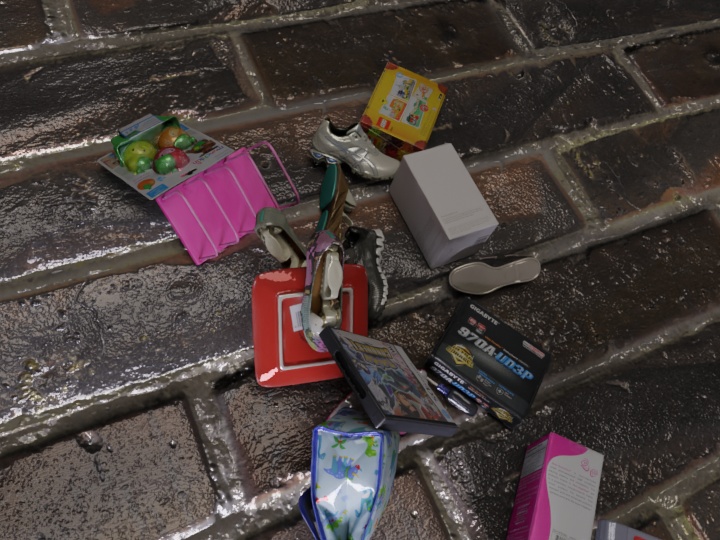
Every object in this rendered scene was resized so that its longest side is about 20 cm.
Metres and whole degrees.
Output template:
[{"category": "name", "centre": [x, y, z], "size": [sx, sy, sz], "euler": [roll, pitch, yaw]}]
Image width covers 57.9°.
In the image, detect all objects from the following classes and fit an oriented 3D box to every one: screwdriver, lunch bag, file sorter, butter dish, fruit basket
[{"category": "screwdriver", "centre": [0.126, 0.195, 1.165], "size": [0.199, 0.029, 0.028], "euler": [37, 60, 1]}, {"category": "lunch bag", "centre": [-0.010, 0.316, 0.956], "size": [0.126, 0.170, 0.203], "euler": [1, 89, 13]}, {"category": "file sorter", "centre": [-0.231, -0.125, 1.165], "size": [0.199, 0.125, 0.140], "euler": [-38, 106, -28]}, {"category": "butter dish", "centre": [-0.097, 0.077, 1.118], "size": [0.198, 0.148, 0.202], "euler": [-5, 107, -20]}, {"category": "fruit basket", "centre": [-0.360, -0.215, 1.194], "size": [0.185, 0.094, 0.199], "euler": [-37, 44, -27]}]

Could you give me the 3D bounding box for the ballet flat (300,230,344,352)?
[{"category": "ballet flat", "centre": [-0.053, 0.040, 1.004], "size": [0.068, 0.071, 0.202], "euler": [-4, 106, -23]}]

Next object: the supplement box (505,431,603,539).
[{"category": "supplement box", "centre": [0.319, 0.387, 1.073], "size": [0.100, 0.104, 0.201], "euler": [24, 60, 0]}]

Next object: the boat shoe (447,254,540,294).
[{"category": "boat shoe", "centre": [0.260, 0.006, 1.298], "size": [0.198, 0.057, 0.068], "euler": [-8, 100, -14]}]

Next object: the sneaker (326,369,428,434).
[{"category": "sneaker", "centre": [0.040, 0.237, 1.095], "size": [0.198, 0.082, 0.089], "euler": [-15, 65, -20]}]

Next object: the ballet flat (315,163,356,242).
[{"category": "ballet flat", "centre": [-0.045, -0.114, 1.277], "size": [0.072, 0.068, 0.202], "euler": [22, 57, -25]}]

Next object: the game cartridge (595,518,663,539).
[{"category": "game cartridge", "centre": [0.485, 0.515, 1.087], "size": [0.198, 0.041, 0.134], "euler": [21, 63, -3]}]

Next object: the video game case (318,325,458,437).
[{"category": "video game case", "centre": [0.045, 0.172, 0.999], "size": [0.199, 0.026, 0.181], "euler": [23, 25, -48]}]

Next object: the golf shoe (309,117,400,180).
[{"category": "golf shoe", "centre": [0.000, -0.247, 1.325], "size": [0.198, 0.098, 0.079], "euler": [14, 30, -10]}]

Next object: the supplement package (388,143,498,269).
[{"category": "supplement package", "centre": [0.161, -0.130, 1.298], "size": [0.119, 0.122, 0.201], "euler": [-18, 69, -22]}]

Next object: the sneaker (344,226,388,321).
[{"category": "sneaker", "centre": [0.000, 0.000, 1.209], "size": [0.090, 0.066, 0.202], "euler": [18, 53, -29]}]

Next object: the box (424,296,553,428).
[{"category": "box", "centre": [0.237, 0.166, 1.196], "size": [0.199, 0.046, 0.159], "euler": [35, 55, 5]}]

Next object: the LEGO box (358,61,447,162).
[{"category": "LEGO box", "centre": [0.088, -0.336, 1.416], "size": [0.148, 0.077, 0.201], "euler": [23, 59, -1]}]

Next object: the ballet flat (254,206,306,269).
[{"category": "ballet flat", "centre": [-0.125, -0.022, 1.144], "size": [0.067, 0.201, 0.064], "euler": [-19, 37, 19]}]
